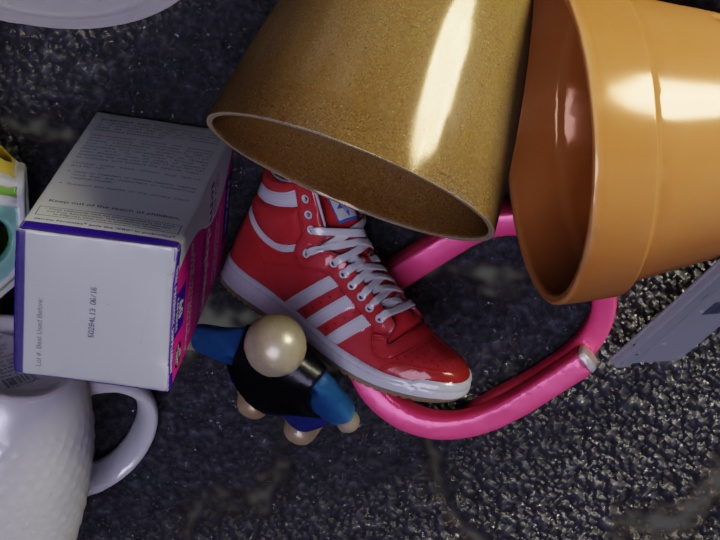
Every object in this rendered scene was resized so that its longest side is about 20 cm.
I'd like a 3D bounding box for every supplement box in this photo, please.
[{"bbox_3d":[-0.149,-0.017,1.225,0.103,0.200,0.102,7,116,2],"label":"supplement box"}]

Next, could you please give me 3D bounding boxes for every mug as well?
[{"bbox_3d":[-0.236,0.122,1.334,0.199,0.148,0.176,-6,132,-32],"label":"mug"}]

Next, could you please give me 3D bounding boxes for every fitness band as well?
[{"bbox_3d":[0.082,0.036,1.311,0.200,0.037,0.144,-33,107,19],"label":"fitness band"}]

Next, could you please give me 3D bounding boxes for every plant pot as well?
[{"bbox_3d":[0.028,-0.146,1.149,0.186,0.186,0.201,21,83,-3],"label":"plant pot"},{"bbox_3d":[0.180,-0.082,1.169,0.139,0.200,0.201,-3,116,-9],"label":"plant pot"}]

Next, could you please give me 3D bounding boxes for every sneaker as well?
[{"bbox_3d":[0.000,0.000,1.257,0.200,0.071,0.113,30,115,23],"label":"sneaker"}]

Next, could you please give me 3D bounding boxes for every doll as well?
[{"bbox_3d":[-0.059,0.070,1.261,0.136,0.200,0.049,28,77,5],"label":"doll"}]

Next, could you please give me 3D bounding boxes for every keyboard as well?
[{"bbox_3d":[0.224,0.023,1.228,0.056,0.011,0.200,-8,160,-20],"label":"keyboard"}]

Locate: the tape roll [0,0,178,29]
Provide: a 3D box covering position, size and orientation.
[{"bbox_3d":[-0.186,-0.228,1.143,0.201,0.071,0.203,2,154,1],"label":"tape roll"}]

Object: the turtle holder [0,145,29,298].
[{"bbox_3d":[-0.290,-0.052,1.276,0.131,0.141,0.187,-1,83,-6],"label":"turtle holder"}]
